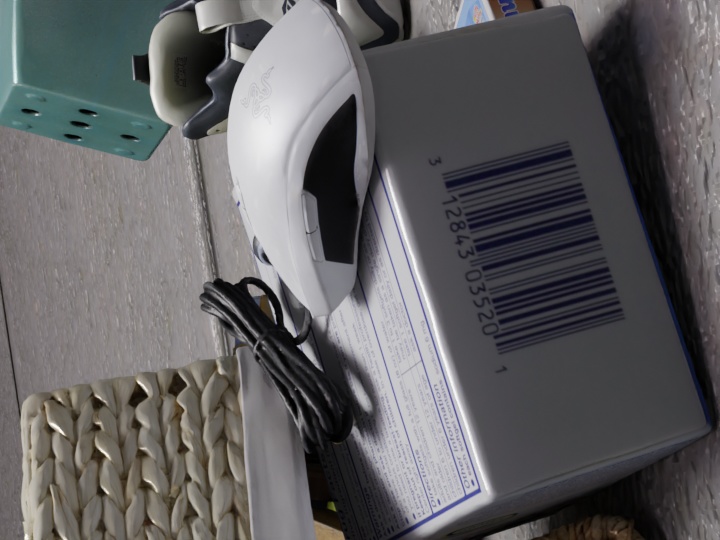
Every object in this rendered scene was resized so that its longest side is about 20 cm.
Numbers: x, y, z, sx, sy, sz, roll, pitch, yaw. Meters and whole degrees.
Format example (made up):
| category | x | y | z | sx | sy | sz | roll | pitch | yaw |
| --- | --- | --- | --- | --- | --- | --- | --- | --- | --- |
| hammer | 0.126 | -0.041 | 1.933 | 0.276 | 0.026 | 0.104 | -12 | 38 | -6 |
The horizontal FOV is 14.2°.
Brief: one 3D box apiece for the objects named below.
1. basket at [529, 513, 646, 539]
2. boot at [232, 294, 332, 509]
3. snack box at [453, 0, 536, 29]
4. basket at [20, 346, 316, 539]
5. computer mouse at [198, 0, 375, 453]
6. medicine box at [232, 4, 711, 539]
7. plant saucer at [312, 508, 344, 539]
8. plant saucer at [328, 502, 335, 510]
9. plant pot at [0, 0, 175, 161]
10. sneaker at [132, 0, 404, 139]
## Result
| category | x | y | z | sx | sy | sz | roll | pitch | yaw |
| --- | --- | --- | --- | --- | --- | --- | --- | --- | --- |
| basket | 0.068 | 0.222 | 1.181 | 0.149 | 0.142 | 0.201 | 102 | 155 | -53 |
| boot | -0.029 | 0.064 | 1.418 | 0.200 | 0.074 | 0.098 | 25 | -108 | -85 |
| snack box | 0.053 | -0.049 | 1.319 | 0.200 | 0.024 | 0.072 | 105 | 151 | -55 |
| basket | -0.077 | 0.147 | 1.216 | 0.201 | 0.123 | 0.136 | -101 | 7 | -51 |
| computer mouse | -0.032 | -0.022 | 1.155 | 0.201 | 0.044 | 0.110 | 95 | 153 | -42 |
| medicine box | 0.039 | 0.014 | 1.203 | 0.200 | 0.102 | 0.183 | 138 | 116 | -69 |
| plant saucer | -0.032 | 0.179 | 1.492 | 0.201 | 0.199 | 0.036 | 98 | -170 | -46 |
| plant saucer | -0.003 | 0.144 | 1.586 | 0.200 | 0.031 | 0.201 | 172 | 90 | -74 |
| plant pot | -0.131 | -0.172 | 1.585 | 0.141 | 0.141 | 0.201 | 142 | 140 | -73 |
| sneaker | -0.060 | -0.102 | 1.505 | 0.199 | 0.129 | 0.080 | 135 | 126 | -71 |
